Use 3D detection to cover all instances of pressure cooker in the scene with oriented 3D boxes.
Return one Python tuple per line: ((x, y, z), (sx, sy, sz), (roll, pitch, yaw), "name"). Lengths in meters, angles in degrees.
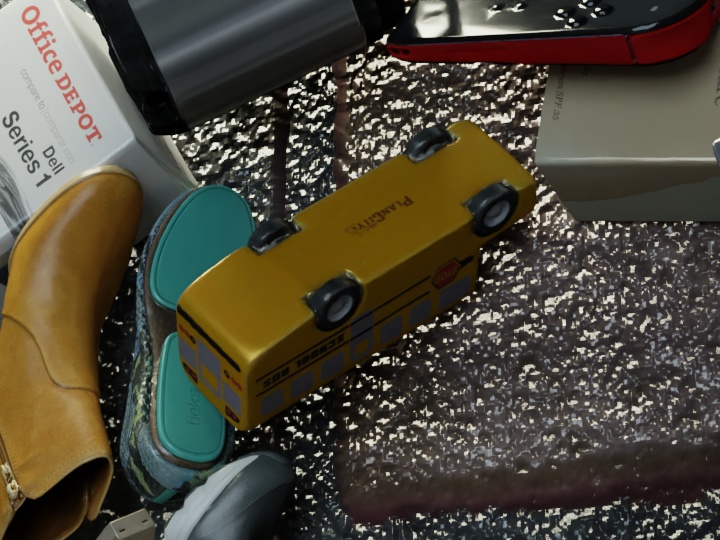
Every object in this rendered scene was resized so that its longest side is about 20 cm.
((-0.062, -0.187, 1.570), (0.200, 0.179, 0.176), (-25, 48, -2), "pressure cooker")

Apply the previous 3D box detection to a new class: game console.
((0.126, -0.170, 1.517), (0.176, 0.031, 0.200), (4, 36, 27), "game console")

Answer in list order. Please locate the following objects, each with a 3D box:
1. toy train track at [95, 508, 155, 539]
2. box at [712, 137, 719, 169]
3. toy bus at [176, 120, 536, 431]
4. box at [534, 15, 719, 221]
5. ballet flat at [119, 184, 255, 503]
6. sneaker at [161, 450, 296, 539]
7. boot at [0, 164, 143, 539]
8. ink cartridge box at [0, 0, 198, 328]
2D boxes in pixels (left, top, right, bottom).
((-0.151, 0.185, 1.476), (0.033, 0.115, 0.200), (58, 141, 16), "toy train track")
((0.270, 0.035, 1.330), (0.123, 0.198, 0.200), (-23, 61, 12), "box")
((0.000, 0.000, 1.505), (0.200, 0.078, 0.065), (-31, 55, -25), "toy bus")
((0.201, -0.080, 1.479), (0.199, 0.078, 0.095), (-1, 67, 23), "box")
((-0.099, 0.042, 1.558), (0.074, 0.074, 0.200), (-9, 47, 20), "ballet flat")
((-0.076, 0.193, 1.493), (0.085, 0.074, 0.200), (28, 90, 24), "sneaker")
((-0.157, 0.057, 1.547), (0.201, 0.071, 0.144), (-58, 37, 17), "boot")
((-0.215, -0.051, 1.639), (0.200, 0.084, 0.146), (-36, 56, 6), "ink cartridge box")
